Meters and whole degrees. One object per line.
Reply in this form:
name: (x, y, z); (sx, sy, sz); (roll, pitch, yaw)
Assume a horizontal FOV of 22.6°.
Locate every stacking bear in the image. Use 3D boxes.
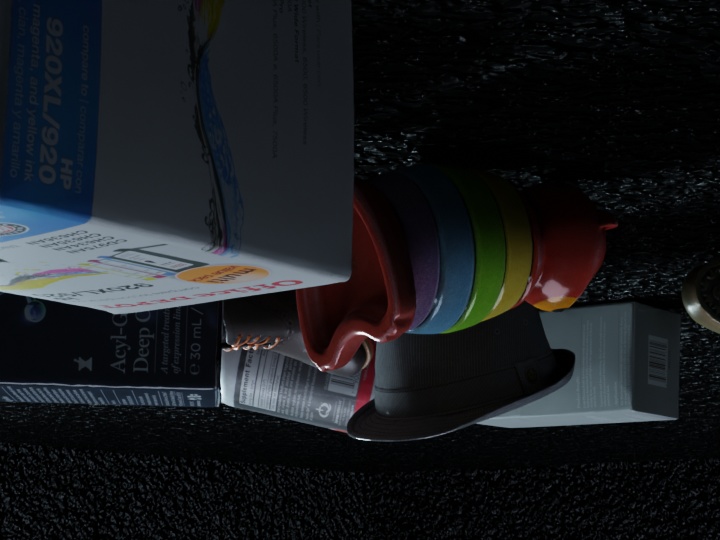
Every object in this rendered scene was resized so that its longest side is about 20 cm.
stacking bear: (0.069, -0.012, 1.138); (0.198, 0.115, 0.121); (-6, 167, -31)

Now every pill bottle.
pill bottle: (-0.066, 0.073, 1.581); (0.198, 0.112, 0.111); (13, 170, 3)

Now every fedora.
fedora: (0.076, 0.064, 1.439); (0.199, 0.091, 0.176); (-17, -172, -32)

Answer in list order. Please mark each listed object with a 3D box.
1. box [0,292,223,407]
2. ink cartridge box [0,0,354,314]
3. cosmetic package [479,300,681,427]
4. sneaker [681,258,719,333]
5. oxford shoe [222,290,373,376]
box: (-0.184, 0.006, 1.143); (0.198, 0.150, 0.107); (1, 170, -4)
ink cartridge box: (-0.115, -0.071, 0.712); (0.146, 0.146, 0.199); (-7, 168, 36)
cosmetic package: (0.198, 0.092, 1.714); (0.199, 0.108, 0.090); (-6, 167, 43)
sneaker: (0.330, 0.034, 1.467); (0.198, 0.068, 0.090); (3, 165, -26)
oxford shoe: (-0.082, 0.039, 1.333); (0.199, 0.073, 0.071); (27, 138, -15)
